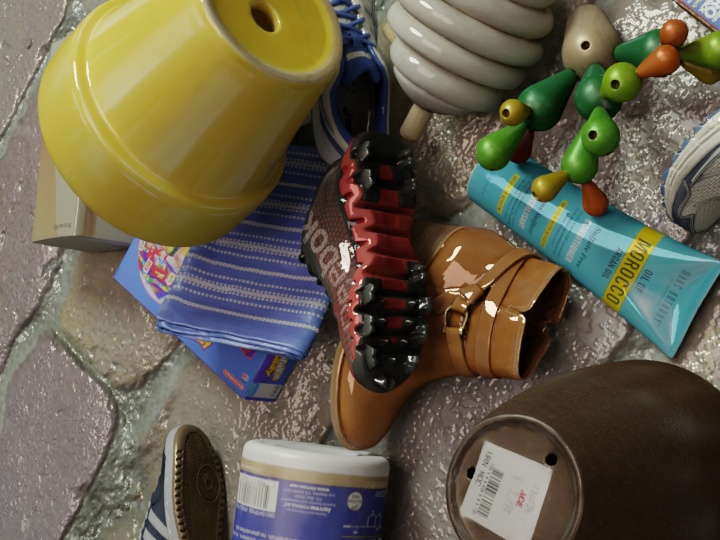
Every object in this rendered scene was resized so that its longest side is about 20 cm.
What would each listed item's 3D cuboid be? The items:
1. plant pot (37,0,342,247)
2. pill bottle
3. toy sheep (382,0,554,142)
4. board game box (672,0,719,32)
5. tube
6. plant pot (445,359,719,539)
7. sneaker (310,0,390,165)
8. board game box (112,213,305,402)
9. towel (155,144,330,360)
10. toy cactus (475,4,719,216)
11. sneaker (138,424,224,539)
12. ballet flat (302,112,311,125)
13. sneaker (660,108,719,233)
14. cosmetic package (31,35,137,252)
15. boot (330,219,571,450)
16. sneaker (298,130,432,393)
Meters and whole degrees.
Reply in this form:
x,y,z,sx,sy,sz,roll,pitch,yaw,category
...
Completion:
x,y,z,sx,sy,sz,roll,pitch,yaw,category
-0.119,-0.148,0.974,0.189,0.200,0.202,-36,63,43,plant pot
-0.046,0.240,0.993,0.119,0.119,0.202,4,85,35,pill bottle
0.081,-0.189,0.975,0.138,0.137,0.201,39,118,32,toy sheep
0.326,-0.189,0.849,0.152,0.046,0.200,-51,59,17,board game box
0.168,-0.023,0.937,0.200,0.050,0.078,37,118,28,tube
0.143,0.145,0.828,0.186,0.200,0.188,-6,79,34,plant pot
-0.007,-0.181,1.016,0.088,0.075,0.201,-162,59,-71,sneaker
-0.121,0.004,1.128,0.200,0.045,0.135,38,104,33,board game box
-0.077,-0.024,1.056,0.144,0.024,0.201,9,63,22,towel
0.178,-0.132,0.910,0.199,0.102,0.166,-32,32,28,toy cactus
-0.177,0.241,1.114,0.108,0.070,0.201,-13,78,31,sneaker
-0.077,-0.155,1.116,0.199,0.069,0.070,-14,75,29,ballet flat
0.268,-0.079,0.821,0.085,0.077,0.200,51,144,19,sneaker
-0.255,-0.122,1.211,0.105,0.071,0.202,-6,77,52,cosmetic package
0.066,0.063,0.965,0.154,0.073,0.201,20,90,42,boot
0.000,0.000,0.960,0.098,0.071,0.202,-27,60,47,sneaker
